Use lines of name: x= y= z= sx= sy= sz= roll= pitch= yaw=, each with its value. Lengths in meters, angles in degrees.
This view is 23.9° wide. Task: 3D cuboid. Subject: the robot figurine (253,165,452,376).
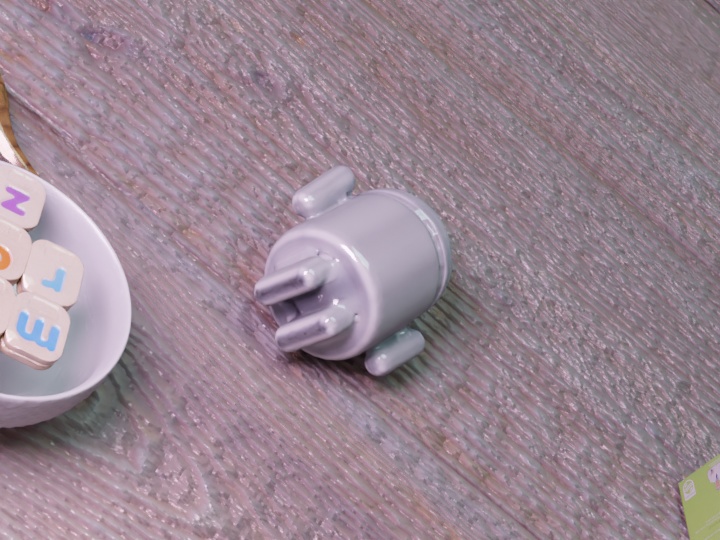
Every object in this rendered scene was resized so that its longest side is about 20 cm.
robot figurine: x=0.000 y=0.000 z=1.377 sx=0.200 sy=0.113 sz=0.170 roll=-28 pitch=100 yaw=-51

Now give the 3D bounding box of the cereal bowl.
cereal bowl: x=-0.259 y=0.024 z=1.148 sx=0.199 sy=0.083 sz=0.201 roll=23 pitch=43 yaw=-24

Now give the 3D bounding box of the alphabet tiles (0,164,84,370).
alphabet tiles: x=-0.275 y=-0.012 z=1.088 sx=0.199 sy=0.015 sz=0.196 roll=28 pitch=41 yaw=-21

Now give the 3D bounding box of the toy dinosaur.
toy dinosaur: x=-0.287 y=-0.127 z=1.279 sx=0.106 sy=0.060 sz=0.201 roll=-4 pitch=59 yaw=-45

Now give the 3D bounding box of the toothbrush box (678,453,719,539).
toothbrush box: x=0.375 y=0.269 z=1.493 sx=0.145 sy=0.086 sz=0.201 roll=20 pitch=44 yaw=-28
